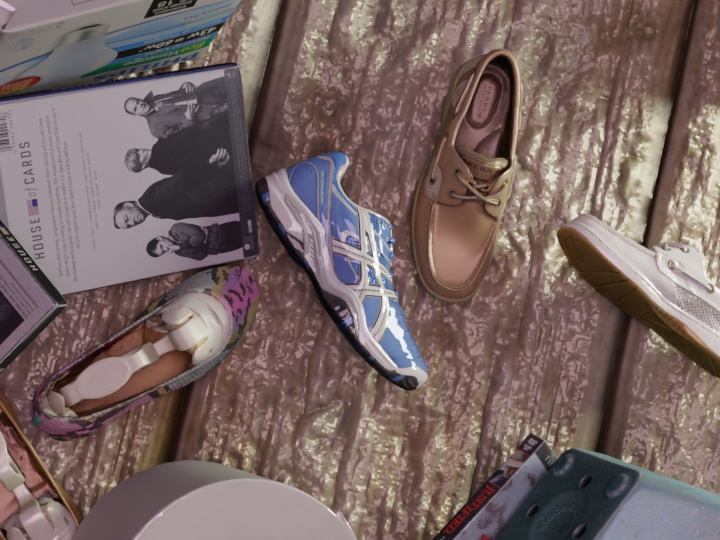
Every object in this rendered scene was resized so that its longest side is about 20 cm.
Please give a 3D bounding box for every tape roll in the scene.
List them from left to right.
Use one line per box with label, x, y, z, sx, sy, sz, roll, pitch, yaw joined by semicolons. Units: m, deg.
tape roll;-0.105;0.242;1.234;0.202;0.139;0.204;1;89;-23

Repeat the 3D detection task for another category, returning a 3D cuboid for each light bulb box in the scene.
light bulb box;-0.197;-0.214;1.228;0.197;0.200;0.125;-18;84;-21

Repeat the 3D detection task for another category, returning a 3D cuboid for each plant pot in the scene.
plant pot;0.205;0.239;1.259;0.200;0.196;0.197;43;79;-18

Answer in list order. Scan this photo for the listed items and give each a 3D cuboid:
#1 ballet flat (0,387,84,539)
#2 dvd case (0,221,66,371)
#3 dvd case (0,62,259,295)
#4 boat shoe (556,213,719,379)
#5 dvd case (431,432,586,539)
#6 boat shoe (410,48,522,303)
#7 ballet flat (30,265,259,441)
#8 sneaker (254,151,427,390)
ballet flat;-0.255;0.165;1.270;0.068;0.063;0.201;-33;92;-11
dvd case;-0.322;0.035;1.229;0.200;0.025;0.150;-44;79;13
dvd case;-0.176;-0.066;1.282;0.199;0.025;0.151;-11;107;-23
boat shoe;0.245;0.009;1.375;0.200;0.071;0.069;37;78;-14
dvd case;0.100;0.241;1.311;0.200;0.022;0.146;-45;124;-15
boat shoe;0.084;-0.075;1.352;0.071;0.065;0.201;10;83;-9
ballet flat;-0.157;0.062;1.293;0.199;0.071;0.069;-32;90;-12
sneaker;0.000;0.000;1.324;0.077;0.076;0.201;-32;92;-7
